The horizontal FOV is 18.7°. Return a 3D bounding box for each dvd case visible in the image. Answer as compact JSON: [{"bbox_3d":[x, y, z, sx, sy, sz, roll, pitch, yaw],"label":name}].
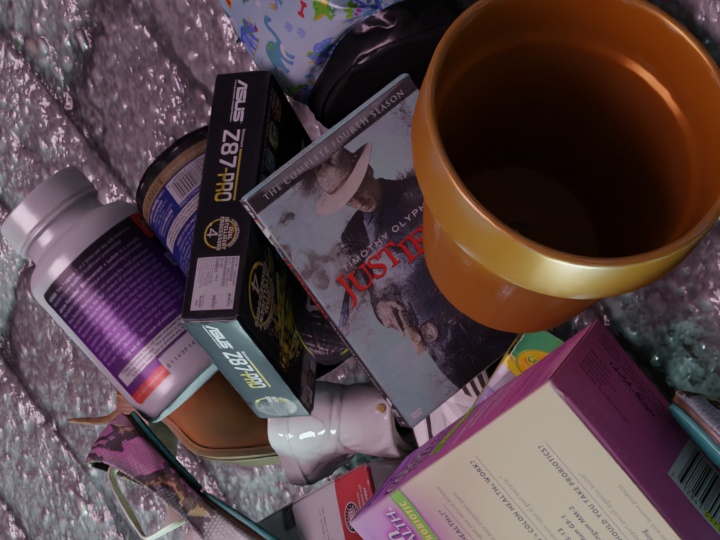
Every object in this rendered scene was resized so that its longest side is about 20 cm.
[{"bbox_3d":[0.032,-0.013,1.505,0.200,0.146,0.022,55,171,-12],"label":"dvd case"}]

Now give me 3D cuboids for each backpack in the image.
[{"bbox_3d":[-0.031,-0.215,1.561,0.163,0.153,0.201,-46,56,57],"label":"backpack"}]

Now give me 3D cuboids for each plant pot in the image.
[{"bbox_3d":[0.119,-0.054,1.402,0.200,0.200,0.183,58,157,17],"label":"plant pot"}]

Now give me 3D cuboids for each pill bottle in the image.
[{"bbox_3d":[-0.081,-0.012,1.718,0.200,0.112,0.112,53,140,23],"label":"pill bottle"},{"bbox_3d":[-0.195,0.015,1.772,0.200,0.111,0.111,47,140,4],"label":"pill bottle"}]

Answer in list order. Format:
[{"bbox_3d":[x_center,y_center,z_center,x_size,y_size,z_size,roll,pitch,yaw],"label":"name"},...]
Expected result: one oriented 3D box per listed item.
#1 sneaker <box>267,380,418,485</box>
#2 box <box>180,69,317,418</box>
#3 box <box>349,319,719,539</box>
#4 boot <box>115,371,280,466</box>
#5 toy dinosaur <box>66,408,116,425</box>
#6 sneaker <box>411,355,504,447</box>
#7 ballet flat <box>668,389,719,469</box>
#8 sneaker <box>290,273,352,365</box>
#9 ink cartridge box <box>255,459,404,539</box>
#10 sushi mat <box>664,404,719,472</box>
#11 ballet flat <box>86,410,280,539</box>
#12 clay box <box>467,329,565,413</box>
[{"bbox_3d":[-0.001,0.129,1.698,0.200,0.115,0.074,62,-148,-76],"label":"sneaker"},{"bbox_3d":[-0.070,-0.017,1.565,0.049,0.201,0.161,-3,150,16],"label":"box"},{"bbox_3d":[0.129,0.165,1.441,0.176,0.097,0.200,49,125,-2],"label":"box"},{"bbox_3d":[-0.121,0.084,1.850,0.199,0.074,0.155,2,81,24],"label":"boot"},{"bbox_3d":[-0.198,0.102,1.976,0.200,0.060,0.106,-64,37,33],"label":"toy dinosaur"},{"bbox_3d":[0.098,0.145,1.592,0.115,0.075,0.201,-14,92,55],"label":"sneaker"},{"bbox_3d":[0.279,0.140,1.376,0.200,0.074,0.074,52,140,14],"label":"ballet flat"},{"bbox_3d":[0.000,0.000,1.594,0.074,0.200,0.081,2,133,15],"label":"sneaker"},{"bbox_3d":[-0.004,0.245,1.693,0.200,0.083,0.147,-33,63,49],"label":"ink cartridge box"},{"bbox_3d":[0.214,0.178,1.470,0.095,0.012,0.201,-2,112,29],"label":"sushi mat"},{"bbox_3d":[-0.138,0.190,1.711,0.200,0.071,0.069,38,172,25],"label":"ballet flat"},{"bbox_3d":[0.121,0.131,1.523,0.115,0.048,0.200,33,119,4],"label":"clay box"}]
